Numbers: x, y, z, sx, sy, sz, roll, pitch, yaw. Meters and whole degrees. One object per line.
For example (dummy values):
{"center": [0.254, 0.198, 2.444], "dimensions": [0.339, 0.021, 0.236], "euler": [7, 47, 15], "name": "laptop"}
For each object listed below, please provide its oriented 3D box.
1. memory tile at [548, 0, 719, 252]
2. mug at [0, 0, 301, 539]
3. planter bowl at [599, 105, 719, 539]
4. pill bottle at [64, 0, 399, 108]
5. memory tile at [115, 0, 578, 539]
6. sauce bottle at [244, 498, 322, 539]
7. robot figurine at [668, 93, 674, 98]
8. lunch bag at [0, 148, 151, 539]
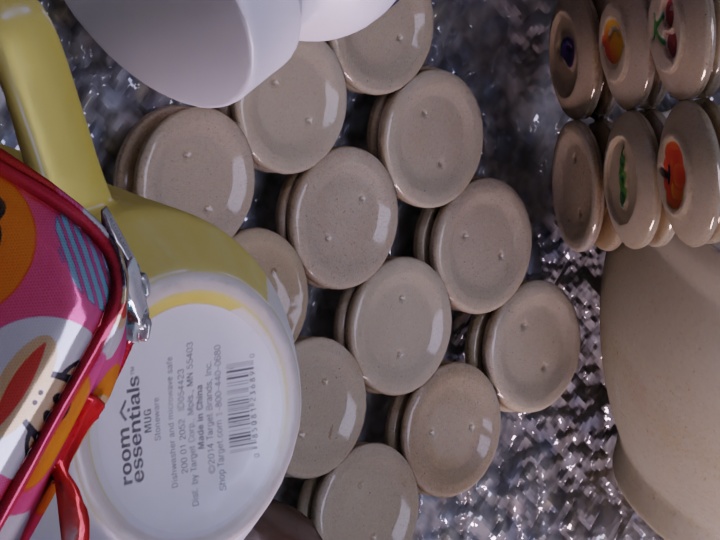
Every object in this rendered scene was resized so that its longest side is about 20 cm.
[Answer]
{"center": [0.095, -0.106, 1.018], "dimensions": [0.017, 0.153, 0.200], "euler": [-4, 91, -15], "name": "memory tile"}
{"center": [-0.108, 0.023, 0.845], "dimensions": [0.187, 0.153, 0.149], "euler": [49, 64, -35], "name": "mug"}
{"center": [0.176, 0.043, 1.103], "dimensions": [0.200, 0.200, 0.135], "euler": [-3, 124, -43], "name": "planter bowl"}
{"center": [-0.007, -0.148, 0.941], "dimensions": [0.200, 0.116, 0.116], "euler": [-44, 123, -31], "name": "pill bottle"}
{"center": [0.000, 0.000, 1.026], "dimensions": [0.153, 0.017, 0.200], "euler": [-44, 123, -30], "name": "memory tile"}
{"center": [-0.030, 0.126, 0.993], "dimensions": [0.065, 0.065, 0.200], "euler": [-46, 122, -29], "name": "sauce bottle"}
{"center": [0.160, -0.131, 1.106], "dimensions": [0.200, 0.058, 0.145], "euler": [8, 89, -65], "name": "robot figurine"}
{"center": [-0.148, 0.048, 0.732], "dimensions": [0.176, 0.082, 0.200], "euler": [32, 85, -1], "name": "lunch bag"}
